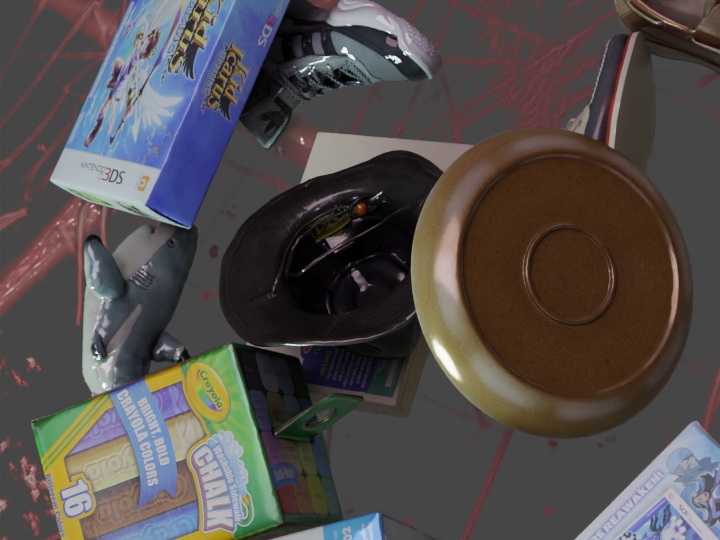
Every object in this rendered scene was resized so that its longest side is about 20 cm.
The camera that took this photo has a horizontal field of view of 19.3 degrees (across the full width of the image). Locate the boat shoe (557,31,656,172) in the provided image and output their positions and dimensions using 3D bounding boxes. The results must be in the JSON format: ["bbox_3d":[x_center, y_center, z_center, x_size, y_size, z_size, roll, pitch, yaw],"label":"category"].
[{"bbox_3d":[0.155,-0.069,1.420,0.062,0.071,0.202,2,70,31],"label":"boat shoe"}]

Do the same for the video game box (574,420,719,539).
[{"bbox_3d":[0.193,0.221,1.260,0.200,0.047,0.182,-44,57,0],"label":"video game box"}]

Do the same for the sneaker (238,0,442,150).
[{"bbox_3d":[-0.035,-0.140,1.551,0.199,0.075,0.114,18,75,39],"label":"sneaker"}]

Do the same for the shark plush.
[{"bbox_3d":[-0.158,0.055,1.517,0.082,0.091,0.201,1,56,-6],"label":"shark plush"}]

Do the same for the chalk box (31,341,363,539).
[{"bbox_3d":[-0.092,0.127,1.390,0.199,0.124,0.125,-20,76,17],"label":"chalk box"}]

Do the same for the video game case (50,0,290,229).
[{"bbox_3d":[-0.140,-0.139,1.558,0.181,0.045,0.201,15,80,58],"label":"video game case"}]

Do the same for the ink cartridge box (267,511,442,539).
[{"bbox_3d":[-0.052,0.215,1.340,0.198,0.115,0.068,-17,68,18],"label":"ink cartridge box"}]

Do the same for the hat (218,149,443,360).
[{"bbox_3d":[0.001,0.011,1.410,0.199,0.081,0.201,-18,35,13],"label":"hat"}]

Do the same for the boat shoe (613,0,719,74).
[{"bbox_3d":[0.254,-0.169,1.416,0.199,0.072,0.076,14,72,32],"label":"boat shoe"}]

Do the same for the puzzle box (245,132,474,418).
[{"bbox_3d":[0.000,0.000,1.487,0.132,0.025,0.202,8,69,29],"label":"puzzle box"}]

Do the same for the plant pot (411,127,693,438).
[{"bbox_3d":[0.128,0.004,1.333,0.027,0.199,0.202,-28,40,66],"label":"plant pot"}]
